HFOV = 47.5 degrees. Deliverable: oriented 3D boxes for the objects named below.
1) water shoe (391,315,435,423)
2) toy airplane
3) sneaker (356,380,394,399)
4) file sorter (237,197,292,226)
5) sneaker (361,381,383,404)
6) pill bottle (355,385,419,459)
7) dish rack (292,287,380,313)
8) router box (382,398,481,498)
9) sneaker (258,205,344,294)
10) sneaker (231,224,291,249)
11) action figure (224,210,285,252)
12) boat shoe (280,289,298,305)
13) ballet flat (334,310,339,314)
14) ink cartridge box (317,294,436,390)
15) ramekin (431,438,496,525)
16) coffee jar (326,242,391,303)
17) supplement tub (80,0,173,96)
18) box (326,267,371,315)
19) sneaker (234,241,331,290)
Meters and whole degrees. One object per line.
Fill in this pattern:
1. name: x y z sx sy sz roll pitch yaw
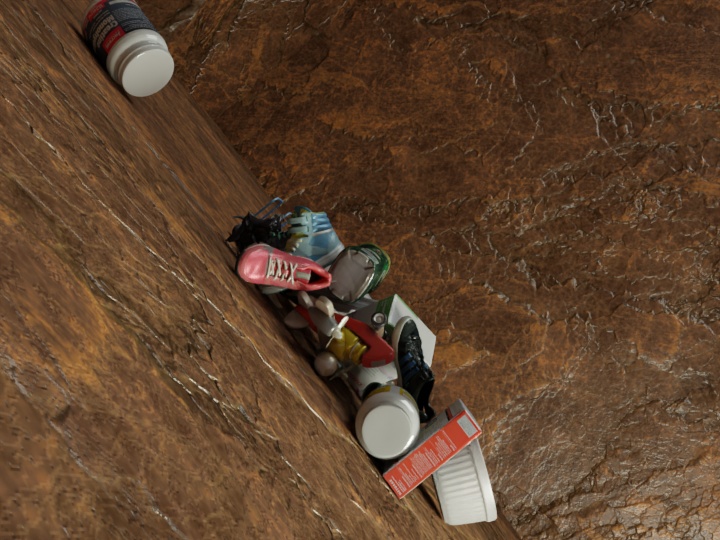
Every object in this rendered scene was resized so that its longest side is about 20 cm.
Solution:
1. water shoe: 0.110 0.186 1.542 0.071 0.078 0.203 -9 97 -50
2. toy airplane: -0.057 0.127 1.525 0.200 0.142 0.198 41 -32 -27
3. sneaker: 0.005 0.215 1.822 0.201 0.088 0.081 52 1 5
4. file sorter: -0.184 -0.062 1.982 0.201 0.122 0.139 51 0 0
5. sneaker: 0.072 0.326 1.653 0.202 0.077 0.140 63 3 22
6. pill bottle: 0.048 0.263 1.416 0.113 0.112 0.200 52 1 4
7. dish rack: -0.046 0.065 1.762 0.170 0.044 0.199 11 -2 29
8. router box: 0.125 0.309 1.448 0.049 0.179 0.200 51 2 5
9. sneaker: -0.132 -0.048 1.585 0.079 0.199 0.132 3 -61 55
10. sneaker: -0.173 -0.069 1.749 0.198 0.088 0.075 24 29 -6
11. action figure: -0.197 -0.056 1.641 0.103 0.118 0.201 -110 174 -53
12. boat shoe: -0.149 0.037 1.817 0.200 0.073 0.065 41 11 -30
13. ballet flat: -0.043 0.172 1.924 0.201 0.071 0.072 52 1 -5
14. ink cartridge box: 0.032 0.151 1.671 0.145 0.198 0.088 45 39 -26
15. ramekin: 0.197 0.414 1.651 0.200 0.103 0.203 -15 90 -90
16. coffee jar: 0.000 0.000 1.620 0.085 0.105 0.200 36 10 7
17. supplement tub: -0.507 -0.492 1.784 0.201 0.140 0.140 52 1 23
18. box: -0.038 0.102 2.568 0.201 0.130 0.199 53 2 34
19. sneaker: -0.132 -0.004 1.473 0.198 0.075 0.086 8 4 -44
